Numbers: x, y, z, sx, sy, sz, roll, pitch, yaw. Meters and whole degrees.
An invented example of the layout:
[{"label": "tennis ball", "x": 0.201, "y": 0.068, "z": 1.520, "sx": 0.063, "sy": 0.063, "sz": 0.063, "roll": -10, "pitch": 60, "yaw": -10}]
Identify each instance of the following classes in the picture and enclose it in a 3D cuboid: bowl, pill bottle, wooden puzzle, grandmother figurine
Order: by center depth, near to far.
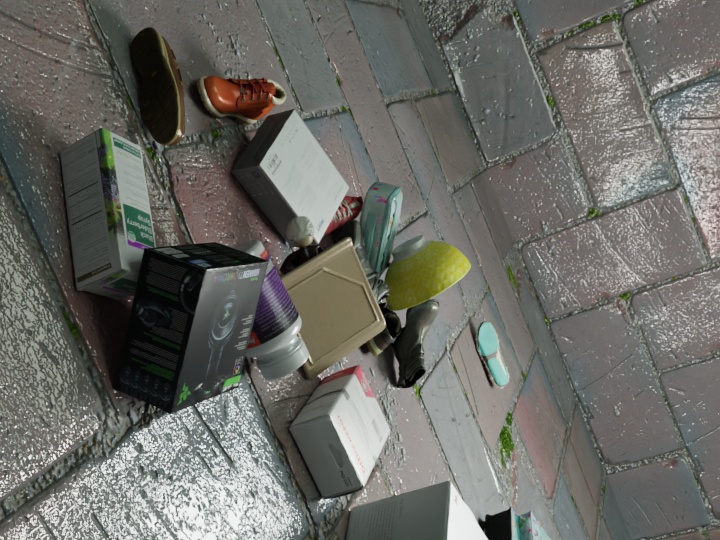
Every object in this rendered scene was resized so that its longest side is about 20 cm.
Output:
[{"label": "pill bottle", "x": -0.160, "y": 0.064, "z": 1.402, "sx": 0.201, "sy": 0.111, "sz": 0.112, "roll": 63, "pitch": 22, "yaw": -15}, {"label": "wooden puzzle", "x": -0.059, "y": 0.066, "z": 1.604, "sx": 0.184, "sy": 0.037, "sz": 0.201, "roll": -32, "pitch": 114, "yaw": -25}, {"label": "grandmother figurine", "x": -0.094, "y": 0.000, "z": 1.629, "sx": 0.060, "sy": 0.120, "sz": 0.202, "roll": 20, "pitch": -55, "yaw": 61}, {"label": "bowl", "x": 0.125, "y": -0.011, "z": 1.933, "sx": 0.108, "sy": 0.199, "sz": 0.200, "roll": 61, "pitch": 22, "yaw": -9}]

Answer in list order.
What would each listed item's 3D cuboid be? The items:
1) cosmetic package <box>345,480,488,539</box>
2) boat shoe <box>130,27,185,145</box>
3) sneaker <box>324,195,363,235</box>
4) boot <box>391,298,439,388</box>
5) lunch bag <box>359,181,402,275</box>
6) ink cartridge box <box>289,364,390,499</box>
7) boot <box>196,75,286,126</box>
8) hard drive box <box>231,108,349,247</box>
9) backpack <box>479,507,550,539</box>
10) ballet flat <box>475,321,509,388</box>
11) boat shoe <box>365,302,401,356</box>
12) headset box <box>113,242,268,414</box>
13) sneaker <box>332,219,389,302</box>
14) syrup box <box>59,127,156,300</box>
[{"label": "cosmetic package", "x": 0.094, "y": 0.489, "z": 1.514, "sx": 0.168, "sy": 0.199, "sz": 0.167, "roll": 57, "pitch": 24, "yaw": -26}, {"label": "boat shoe", "x": -0.305, "y": -0.286, "z": 1.418, "sx": 0.067, "sy": 0.072, "sz": 0.202, "roll": 20, "pitch": 50, "yaw": -60}, {"label": "sneaker", "x": -0.048, "y": -0.127, "z": 1.878, "sx": 0.074, "sy": 0.086, "sz": 0.200, "roll": 66, "pitch": 22, "yaw": -6}, {"label": "boot", "x": 0.126, "y": 0.161, "z": 1.932, "sx": 0.067, "sy": 0.201, "sz": 0.132, "roll": 6, "pitch": 51, "yaw": -20}, {"label": "lunch bag", "x": 0.036, "y": -0.081, "z": 1.937, "sx": 0.160, "sy": 0.076, "sz": 0.202, "roll": -60, "pitch": 160, "yaw": -73}, {"label": "ink cartridge box", "x": -0.031, "y": 0.277, "z": 1.560, "sx": 0.147, "sy": 0.084, "sz": 0.200, "roll": 65, "pitch": 20, "yaw": -11}, {"label": "boot", "x": -0.214, "y": -0.323, "z": 1.630, "sx": 0.200, "sy": 0.106, "sz": 0.076, "roll": -1, "pitch": 73, "yaw": -66}, {"label": "hard drive box", "x": -0.125, "y": -0.169, "z": 1.670, "sx": 0.200, "sy": 0.076, "sz": 0.157, "roll": 53, "pitch": 48, "yaw": -32}, {"label": "backpack", "x": 0.377, "y": 0.677, "z": 2.122, "sx": 0.178, "sy": 0.149, "sz": 0.201, "roll": -79, "pitch": 147, "yaw": -55}, {"label": "ballet flat", "x": 0.377, "y": 0.248, "z": 2.629, "sx": 0.064, "sy": 0.075, "sz": 0.202, "roll": 148, "pitch": -73, "yaw": -80}, {"label": "boat shoe", "x": 0.058, "y": 0.120, "z": 1.937, "sx": 0.074, "sy": 0.064, "sz": 0.200, "roll": 61, "pitch": 19, "yaw": -17}, {"label": "headset box", "x": -0.218, "y": 0.074, "z": 1.170, "sx": 0.174, "sy": 0.092, "sz": 0.202, "roll": -9, "pitch": 116, "yaw": -69}, {"label": "sneaker", "x": 0.000, "y": 0.000, "z": 1.845, "sx": 0.114, "sy": 0.076, "sz": 0.201, "roll": 17, "pitch": 62, "yaw": -41}, {"label": "syrup box", "x": -0.324, "y": -0.071, "z": 1.166, "sx": 0.079, "sy": 0.081, "sz": 0.202, "roll": 24, "pitch": 48, "yaw": -60}]
